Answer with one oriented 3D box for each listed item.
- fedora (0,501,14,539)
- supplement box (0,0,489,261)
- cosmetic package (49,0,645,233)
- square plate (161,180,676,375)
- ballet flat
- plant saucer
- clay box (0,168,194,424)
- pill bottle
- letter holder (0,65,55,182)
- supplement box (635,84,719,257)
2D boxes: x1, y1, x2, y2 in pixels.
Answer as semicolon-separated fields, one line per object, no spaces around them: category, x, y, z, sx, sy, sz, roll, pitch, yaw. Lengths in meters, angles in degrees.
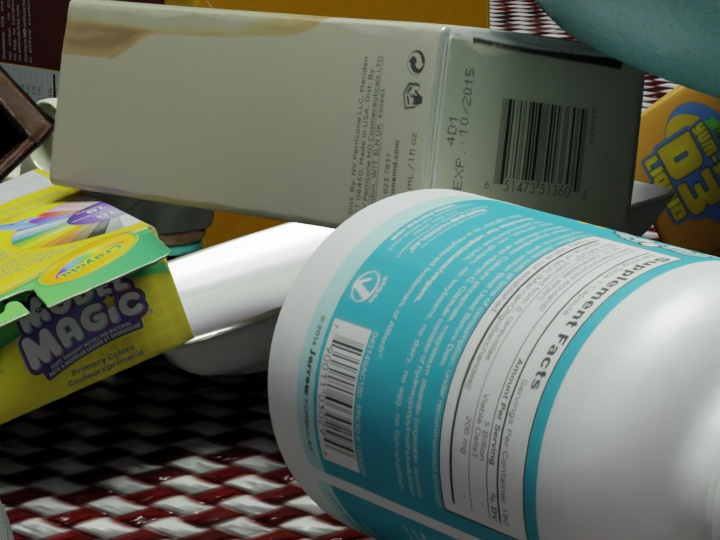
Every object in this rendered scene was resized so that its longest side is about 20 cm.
fedora;-0.170;0.085;0.607;0.176;0.091;0.200;7;27;-11
supplement box;-0.074;-0.089;1.279;0.200;0.133;0.197;11;18;42
cosmetic package;-0.009;-0.052;0.932;0.105;0.071;0.200;3;5;-44
square plate;0.000;0.000;1.031;0.197;0.029;0.200;-16;9;-14
ballet flat;-0.142;-0.041;1.172;0.199;0.069;0.068;-1;7;37
plant saucer;0.125;-0.081;0.879;0.200;0.039;0.201;17;13;-4
clay box;-0.136;0.015;0.948;0.115;0.048;0.200;-24;17;-14
pill bottle;0.069;0.045;0.752;0.110;0.111;0.200;-10;17;-34
letter holder;-0.239;-0.063;1.128;0.142;0.101;0.200;-46;27;-8
supplement box;0.174;-0.042;1.080;0.069;0.067;0.200;-31;-14;23
